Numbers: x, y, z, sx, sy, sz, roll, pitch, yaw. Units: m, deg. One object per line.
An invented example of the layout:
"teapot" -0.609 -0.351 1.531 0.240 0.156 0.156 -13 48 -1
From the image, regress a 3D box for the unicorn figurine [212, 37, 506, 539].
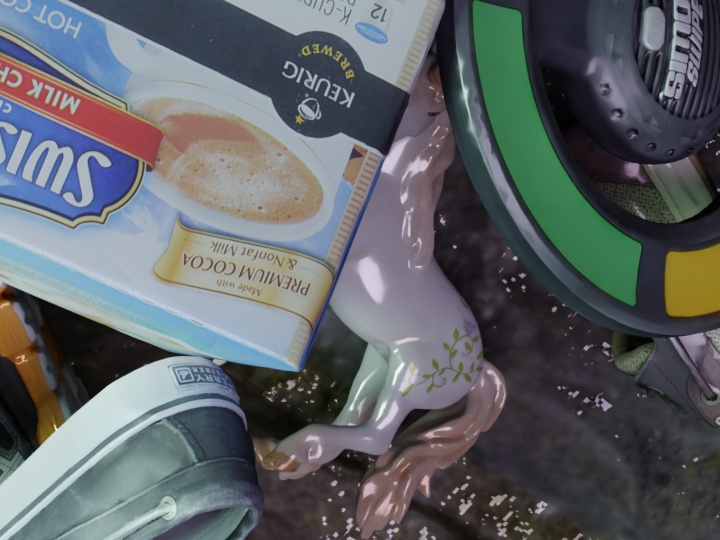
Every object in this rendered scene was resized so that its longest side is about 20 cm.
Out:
"unicorn figurine" 0.000 0.000 0.854 0.137 0.074 0.200 -32 134 -7

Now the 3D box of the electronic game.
"electronic game" 0.101 -0.077 0.789 0.200 0.042 0.201 5 82 -41

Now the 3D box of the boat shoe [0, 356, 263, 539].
"boat shoe" -0.100 0.113 0.776 0.072 0.068 0.200 12 134 -46

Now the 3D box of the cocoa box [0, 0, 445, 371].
"cocoa box" -0.101 -0.064 0.729 0.200 0.133 0.132 25 81 -21

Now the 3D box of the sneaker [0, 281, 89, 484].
"sneaker" -0.140 0.061 0.846 0.077 0.078 0.200 -22 109 -1

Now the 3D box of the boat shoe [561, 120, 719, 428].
"boat shoe" 0.127 0.020 0.889 0.065 0.072 0.200 -26 116 7
